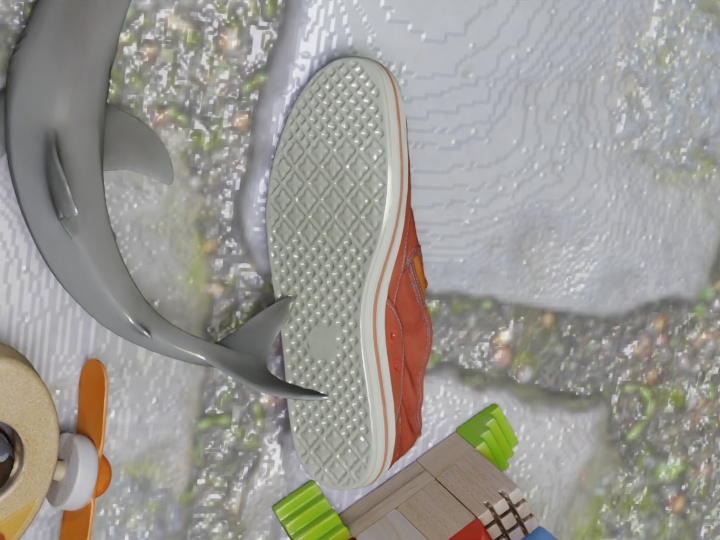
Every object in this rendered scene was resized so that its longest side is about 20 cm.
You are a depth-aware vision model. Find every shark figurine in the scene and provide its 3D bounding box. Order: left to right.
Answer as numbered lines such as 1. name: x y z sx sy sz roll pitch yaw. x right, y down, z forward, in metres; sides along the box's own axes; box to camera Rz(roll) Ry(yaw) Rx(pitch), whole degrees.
1. shark figurine: -0.108 -0.019 0.861 0.128 0.089 0.216 -27 103 -9

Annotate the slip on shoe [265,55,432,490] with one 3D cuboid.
1. slip on shoe: 0.000 0.000 0.943 0.061 0.074 0.202 -19 111 -54

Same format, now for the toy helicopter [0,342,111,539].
1. toy helicopter: -0.167 0.120 0.913 0.132 0.079 0.201 -17 123 -27

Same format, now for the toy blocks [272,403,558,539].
1. toy blocks: 0.023 0.161 0.956 0.199 0.137 0.100 -34 116 -10
